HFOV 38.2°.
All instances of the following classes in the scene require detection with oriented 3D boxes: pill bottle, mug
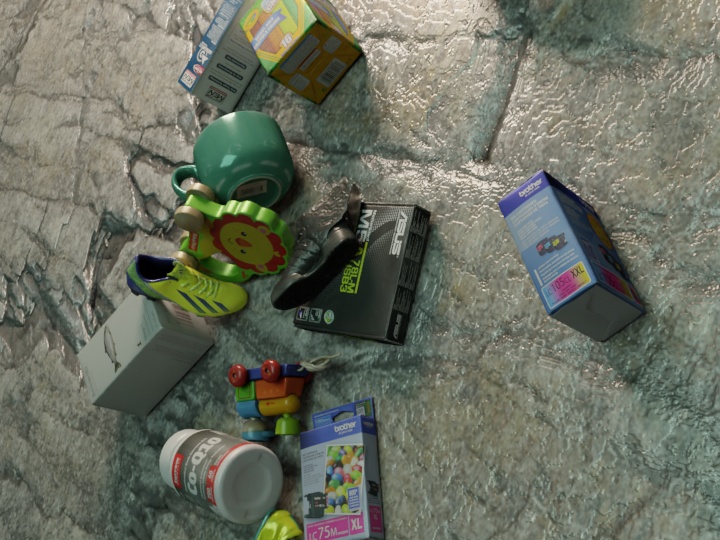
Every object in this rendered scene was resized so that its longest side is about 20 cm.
[{"bbox_3d":[-0.213,0.299,1.548,0.199,0.113,0.115,3,76,52],"label":"pill bottle"},{"bbox_3d":[-0.195,-0.154,1.686,0.185,0.151,0.115,-41,53,26],"label":"mug"}]

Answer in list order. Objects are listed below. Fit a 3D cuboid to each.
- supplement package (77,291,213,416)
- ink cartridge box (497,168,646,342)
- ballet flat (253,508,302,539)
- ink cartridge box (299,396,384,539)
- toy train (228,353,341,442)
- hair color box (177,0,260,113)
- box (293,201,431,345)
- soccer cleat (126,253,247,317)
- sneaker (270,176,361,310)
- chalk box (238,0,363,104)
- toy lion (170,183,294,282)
[{"bbox_3d":[-0.364,0.132,1.754,0.200,0.117,0.117,-46,50,20],"label":"supplement package"},{"bbox_3d":[0.247,-0.029,1.250,0.076,0.136,0.201,-37,53,23],"label":"ink cartridge box"},{"bbox_3d":[-0.144,0.437,1.484,0.067,0.067,0.201,31,95,25],"label":"ballet flat"},{"bbox_3d":[-0.029,0.282,1.452,0.119,0.042,0.202,-21,59,35],"label":"ink cartridge box"},{"bbox_3d":[-0.105,0.190,1.530,0.199,0.084,0.117,-11,77,39],"label":"toy train"},{"bbox_3d":[-0.227,-0.390,1.839,0.060,0.100,0.201,41,102,43],"label":"hair color box"},{"bbox_3d":[0.000,0.000,1.525,0.192,0.047,0.202,6,79,46],"label":"box"},{"bbox_3d":[-0.277,0.022,1.670,0.084,0.198,0.065,115,165,-49],"label":"soccer cleat"},{"bbox_3d":[-0.068,-0.038,1.533,0.200,0.060,0.105,-41,52,19],"label":"sneaker"},{"bbox_3d":[-0.107,-0.397,1.717,0.124,0.123,0.201,-46,50,19],"label":"chalk box"},{"bbox_3d":[-0.201,-0.044,1.656,0.201,0.190,0.069,112,180,-54],"label":"toy lion"}]
